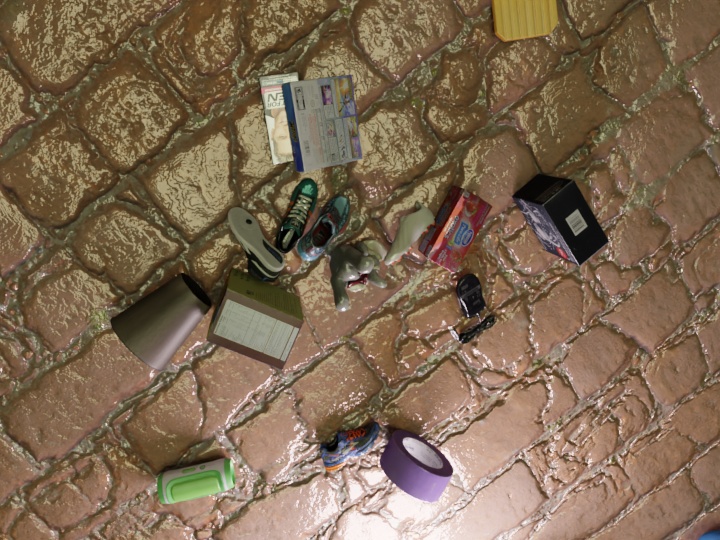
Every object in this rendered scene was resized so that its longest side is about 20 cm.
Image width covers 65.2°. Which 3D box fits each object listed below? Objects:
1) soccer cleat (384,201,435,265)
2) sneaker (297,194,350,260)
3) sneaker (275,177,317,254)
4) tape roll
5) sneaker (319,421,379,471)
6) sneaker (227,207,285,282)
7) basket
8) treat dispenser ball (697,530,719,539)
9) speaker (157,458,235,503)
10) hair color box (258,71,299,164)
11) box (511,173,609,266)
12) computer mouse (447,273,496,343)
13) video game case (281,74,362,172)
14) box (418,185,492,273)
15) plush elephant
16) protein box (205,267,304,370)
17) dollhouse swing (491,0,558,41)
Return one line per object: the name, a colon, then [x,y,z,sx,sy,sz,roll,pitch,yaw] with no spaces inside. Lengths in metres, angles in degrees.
soccer cleat: [0.115,-0.094,1.463,0.078,0.069,0.200,46,66,-7]
sneaker: [-0.075,-0.111,1.401,0.079,0.095,0.202,37,65,-12]
sneaker: [-0.157,-0.132,1.415,0.070,0.080,0.204,21,99,-14]
tape roll: [0.156,0.546,1.580,0.197,0.200,0.086,26,98,-15]
sneaker: [-0.032,0.489,1.601,0.198,0.075,0.079,-34,104,-2]
sneaker: [-0.278,-0.052,1.420,0.073,0.112,0.201,-31,77,-39]
basket: [-0.480,0.114,1.397,0.200,0.136,0.181,-43,111,-1]
treat dispenser ball: [1.222,0.980,1.881,0.195,0.201,0.207,-2,105,-9]
speaker: [-0.447,0.575,1.540,0.195,0.089,0.091,-10,106,-8]
hair color box: [-0.182,-0.367,1.363,0.097,0.061,0.205,-10,106,-7]
box: [0.522,-0.137,1.485,0.103,0.182,0.201,-37,107,2]
computer mouse: [0.290,0.106,1.578,0.139,0.046,0.202,-34,119,-5]
video game case: [-0.088,-0.354,1.352,0.178,0.045,0.205,-19,109,-34]
box: [0.246,-0.110,1.484,0.094,0.100,0.203,26,98,-15]
plush elephant: [0.000,0.000,1.448,0.152,0.201,0.167,11,117,-35]
protein box: [-0.259,0.116,1.398,0.196,0.199,0.137,24,99,-15]
dollhouse swing: [0.413,-0.681,1.343,0.195,0.182,0.181,-10,86,-8]
